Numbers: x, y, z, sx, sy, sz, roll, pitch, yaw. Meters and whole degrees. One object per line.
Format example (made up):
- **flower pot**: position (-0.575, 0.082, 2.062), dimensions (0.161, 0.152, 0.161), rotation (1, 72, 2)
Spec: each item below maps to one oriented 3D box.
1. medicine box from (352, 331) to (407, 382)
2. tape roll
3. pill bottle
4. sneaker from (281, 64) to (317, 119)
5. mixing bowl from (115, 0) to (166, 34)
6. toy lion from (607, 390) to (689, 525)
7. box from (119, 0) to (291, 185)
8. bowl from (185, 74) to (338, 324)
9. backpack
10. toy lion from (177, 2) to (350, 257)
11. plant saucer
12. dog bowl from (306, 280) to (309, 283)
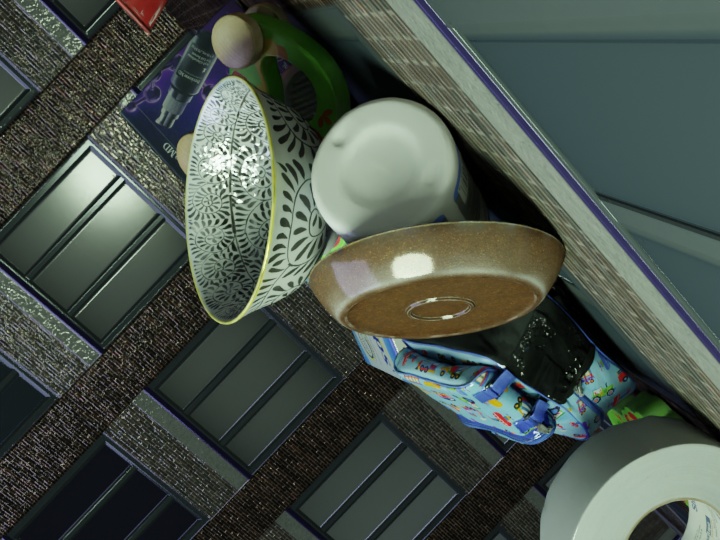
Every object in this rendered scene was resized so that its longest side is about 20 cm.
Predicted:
- **medicine box**: position (0.041, 0.036, 1.259), dimensions (0.184, 0.102, 0.200), rotation (66, 167, -8)
- **tape roll**: position (0.259, 0.233, 0.807), dimensions (0.200, 0.200, 0.066), rotation (44, 180, -17)
- **pill bottle**: position (0.044, -0.045, 0.752), dimensions (0.114, 0.114, 0.200), rotation (45, 180, 26)
- **sneaker**: position (-0.055, -0.174, 1.012), dimensions (0.104, 0.076, 0.200), rotation (39, -179, 32)
- **mixing bowl**: position (-0.235, -0.334, 0.869), dimensions (0.200, 0.108, 0.200), rotation (46, -179, -1)
- **toy lion**: position (0.323, 0.191, 0.961), dimensions (0.192, 0.068, 0.200), rotation (53, 177, -31)
- **box**: position (-0.165, -0.199, 1.131), dimensions (0.148, 0.200, 0.104), rotation (44, -179, 8)
- **bowl**: position (-0.073, -0.057, 0.778), dimensions (0.093, 0.203, 0.201), rotation (-1, -154, -29)
- **backpack**: position (0.157, 0.097, 0.899), dimensions (0.199, 0.136, 0.182), rotation (38, 165, -29)
- **toy lion**: position (-0.067, -0.115, 0.860), dimensions (0.191, 0.201, 0.069), rotation (34, -144, 12)
- **plant saucer**: position (0.059, 0.016, 0.707), dimensions (0.200, 0.197, 0.035), rotation (44, -141, -64)
- **dog bowl**: position (0.000, 0.000, 0.996), dimensions (0.110, 0.050, 0.200), rotation (-2, 162, 18)
